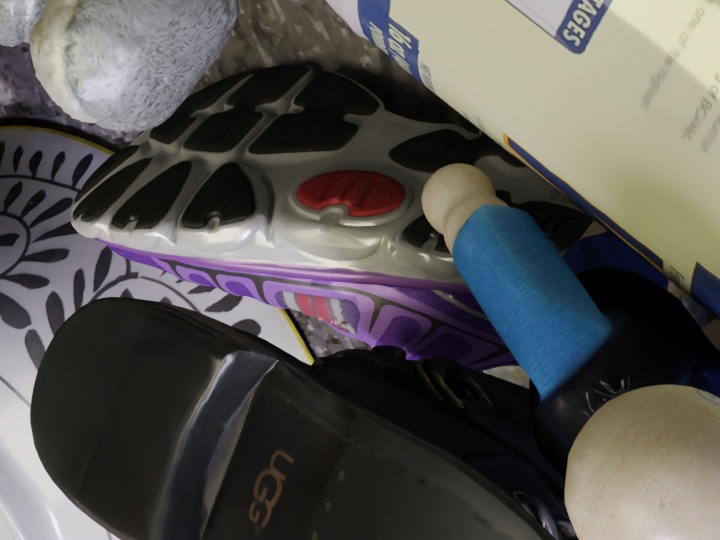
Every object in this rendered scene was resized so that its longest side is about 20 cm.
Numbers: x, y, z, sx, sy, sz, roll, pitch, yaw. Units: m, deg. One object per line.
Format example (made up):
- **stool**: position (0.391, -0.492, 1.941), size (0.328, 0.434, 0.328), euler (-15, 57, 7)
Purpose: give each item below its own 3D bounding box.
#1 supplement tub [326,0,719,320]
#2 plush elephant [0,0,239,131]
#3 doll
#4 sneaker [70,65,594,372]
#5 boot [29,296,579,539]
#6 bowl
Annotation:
- **supplement tub**: position (0.105, -0.058, 0.592), size (0.200, 0.145, 0.145), euler (40, 141, 14)
- **plush elephant**: position (-0.072, -0.147, 0.674), size (0.155, 0.165, 0.200), euler (39, 179, -15)
- **doll**: position (0.063, 0.028, 0.619), size (0.048, 0.200, 0.136), euler (-38, 94, 11)
- **sneaker**: position (0.000, 0.000, 0.802), size (0.200, 0.081, 0.083), euler (14, 136, 38)
- **boot**: position (0.035, 0.063, 0.663), size (0.200, 0.174, 0.069), euler (38, 106, 33)
- **bowl**: position (-0.108, 0.061, 0.943), size (0.201, 0.094, 0.201), euler (26, 136, 27)
